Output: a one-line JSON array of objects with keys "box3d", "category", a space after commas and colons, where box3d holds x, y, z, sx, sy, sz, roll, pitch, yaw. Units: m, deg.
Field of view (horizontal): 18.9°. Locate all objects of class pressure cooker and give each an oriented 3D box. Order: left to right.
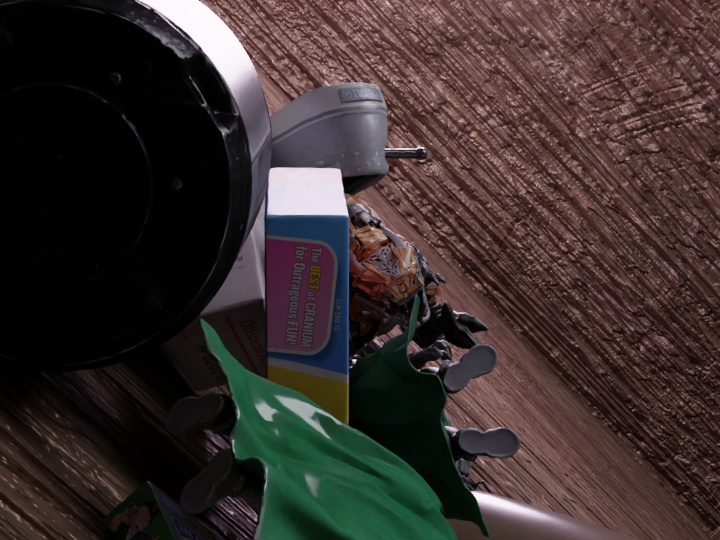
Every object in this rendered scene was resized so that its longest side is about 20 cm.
[{"box3d": [-0.128, -0.051, 1.016, 0.179, 0.176, 0.200, 49, 10, -7], "category": "pressure cooker"}]

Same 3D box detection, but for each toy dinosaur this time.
[{"box3d": [0.000, 0.000, 1.238, 0.136, 0.102, 0.200, 62, 8, -24], "category": "toy dinosaur"}]

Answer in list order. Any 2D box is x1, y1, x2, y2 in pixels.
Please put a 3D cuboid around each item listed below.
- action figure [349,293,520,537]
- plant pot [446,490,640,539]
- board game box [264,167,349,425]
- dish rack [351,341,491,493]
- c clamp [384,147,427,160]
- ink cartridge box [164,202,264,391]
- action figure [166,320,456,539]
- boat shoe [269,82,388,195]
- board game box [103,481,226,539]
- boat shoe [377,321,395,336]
[{"box3d": [0.026, 0.077, 1.118, 0.200, 0.054, 0.119, 158, -80, -73], "category": "action figure"}, {"box3d": [0.097, 0.204, 1.098, 0.174, 0.201, 0.200, 29, -4, 30], "category": "plant pot"}, {"box3d": [-0.028, 0.059, 1.090, 0.153, 0.040, 0.202, -100, -170, -78], "category": "board game box"}, {"box3d": [0.019, 0.113, 1.613, 0.200, 0.054, 0.153, 54, 10, 34], "category": "dish rack"}, {"box3d": [-0.074, -0.061, 1.510, 0.170, 0.027, 0.200, 5, -12, -27], "category": "c clamp"}, {"box3d": [-0.085, -0.008, 1.255, 0.115, 0.067, 0.202, 68, 10, -66], "category": "ink cartridge box"}, {"box3d": [-0.006, 0.113, 0.971, 0.200, 0.054, 0.119, 36, 31, -43], "category": "action figure"}, {"box3d": [-0.042, -0.054, 1.364, 0.201, 0.069, 0.072, -33, -117, 58], "category": "boat shoe"}, {"box3d": [-0.022, 0.188, 0.952, 0.200, 0.029, 0.135, 43, 7, -39], "category": "board game box"}, {"box3d": [-0.064, -0.003, 1.542, 0.199, 0.076, 0.074, 22, -1, -24], "category": "boat shoe"}]
